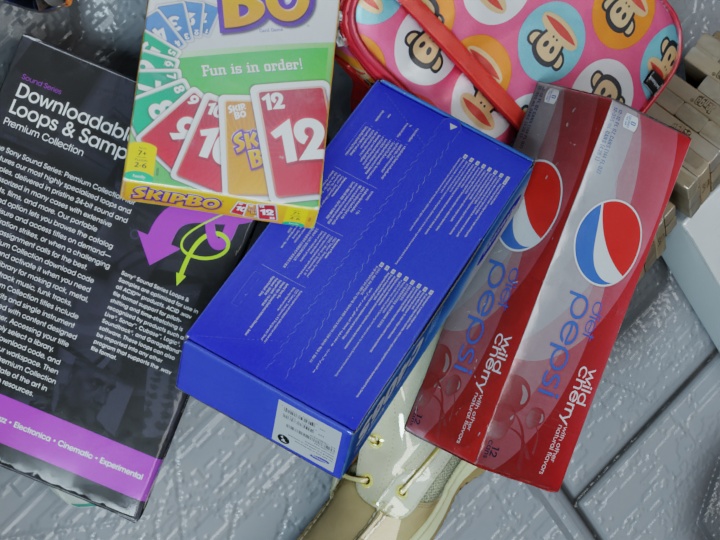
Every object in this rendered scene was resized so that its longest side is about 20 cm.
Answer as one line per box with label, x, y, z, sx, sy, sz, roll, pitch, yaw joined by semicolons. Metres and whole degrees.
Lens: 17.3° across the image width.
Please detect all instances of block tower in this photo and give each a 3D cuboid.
block tower;0.159;-0.044;1.333;0.200;0.058;0.054;-51;162;-7

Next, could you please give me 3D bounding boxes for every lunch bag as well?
lunch bag;0.063;-0.124;1.275;0.200;0.082;0.177;43;81;-30

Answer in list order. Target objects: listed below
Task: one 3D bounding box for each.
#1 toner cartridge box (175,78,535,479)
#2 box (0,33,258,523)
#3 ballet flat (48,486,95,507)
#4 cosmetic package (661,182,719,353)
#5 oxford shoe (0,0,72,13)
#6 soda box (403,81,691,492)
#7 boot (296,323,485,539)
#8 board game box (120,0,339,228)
toner cartridge box;0.000;0.000;1.158;0.094;0.043;0.200;29;53;9
box;-0.136;0.003;1.159;0.142;0.036;0.202;22;87;0
ballet flat;-0.102;0.030;1.207;0.069;0.069;0.202;24;86;-32
cosmetic package;0.279;-0.039;1.432;0.200;0.052;0.151;-43;115;-17
oxford shoe;-0.132;-0.156;1.123;0.198;0.071;0.073;-6;77;-6
soda box;0.098;0.008;1.236;0.063;0.070;0.202;20;91;-36
boot;-0.002;0.072;1.271;0.200;0.072;0.155;-46;119;-22
board game box;-0.059;-0.121;1.160;0.095;0.030;0.202;8;62;-7
